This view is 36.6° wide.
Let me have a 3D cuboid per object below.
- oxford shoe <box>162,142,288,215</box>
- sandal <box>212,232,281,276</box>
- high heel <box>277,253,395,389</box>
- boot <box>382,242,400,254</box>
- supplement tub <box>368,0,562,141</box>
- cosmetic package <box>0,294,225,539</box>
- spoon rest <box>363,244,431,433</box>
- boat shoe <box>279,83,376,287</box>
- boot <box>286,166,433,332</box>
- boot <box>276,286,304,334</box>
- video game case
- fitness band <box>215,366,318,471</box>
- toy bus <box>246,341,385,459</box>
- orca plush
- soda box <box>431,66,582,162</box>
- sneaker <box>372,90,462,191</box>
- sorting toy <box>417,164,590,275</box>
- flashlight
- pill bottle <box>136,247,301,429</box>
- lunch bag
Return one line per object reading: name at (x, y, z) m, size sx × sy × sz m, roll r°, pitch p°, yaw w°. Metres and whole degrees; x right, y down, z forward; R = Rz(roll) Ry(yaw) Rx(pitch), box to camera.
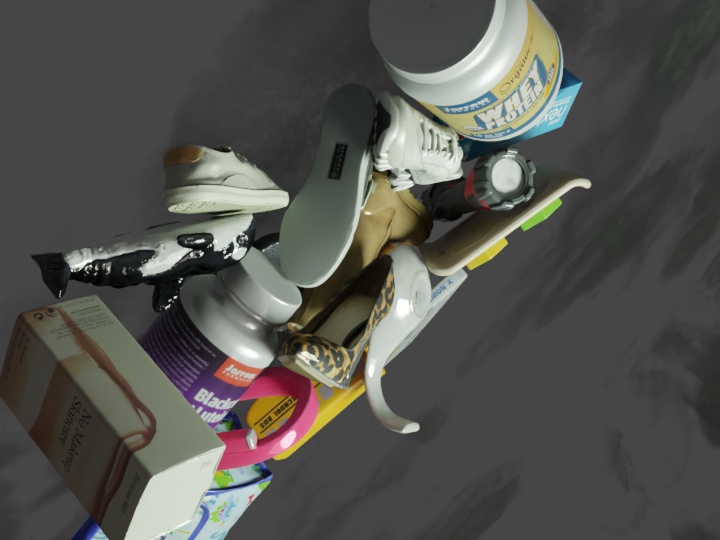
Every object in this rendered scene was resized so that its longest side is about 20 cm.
oxford shoe at (-0.116, -0.080, 0.968) m, size 0.074 × 0.059 × 0.200 m, roll -11°, pitch 176°, yaw 18°
sandal at (-0.148, 0.023, 1.107) m, size 0.199 × 0.043 × 0.076 m, roll -38°, pitch 149°, yaw 2°
high heel at (-0.018, 0.037, 1.042) m, size 0.145 × 0.070 × 0.200 m, roll -67°, pitch 166°, yaw -4°
boot at (-0.012, 0.061, 1.334) m, size 0.143 × 0.071 × 0.202 m, roll -37°, pitch 160°, yaw -33°
supplement tub at (0.101, -0.214, 1.024) m, size 0.145 × 0.145 × 0.199 m, roll -51°, pitch 155°, yaw 10°
cosmetic package at (-0.219, 0.128, 0.939) m, size 0.087 × 0.200 × 0.104 m, roll -16°, pitch 141°, yaw -49°
spoon rest at (0.038, 0.073, 1.195) m, size 0.099 × 0.060 × 0.204 m, roll 8°, pitch 85°, yaw -61°
boat shoe at (-0.021, -0.076, 1.054) m, size 0.064 × 0.070 × 0.203 m, roll 45°, pitch 63°, yaw -71°
boot at (0.000, 0.000, 1.197) m, size 0.175 × 0.065 × 0.203 m, roll 45°, pitch 63°, yaw -55°
boot at (-0.082, 0.058, 1.222) m, size 0.200 × 0.069 × 0.174 m, roll -48°, pitch 155°, yaw -3°
video game case at (0.045, 0.094, 1.461) m, size 0.182 × 0.022 × 0.200 m, roll -39°, pitch 170°, yaw -37°
fitness band at (-0.141, 0.154, 1.148) m, size 0.144 × 0.196 × 0.038 m, roll -68°, pitch 145°, yaw -60°
toy bus at (-0.041, 0.124, 1.259) m, size 0.199 × 0.079 × 0.065 m, roll -41°, pitch 166°, yaw 4°
orca plush at (-0.174, 0.004, 0.926) m, size 0.198 × 0.104 × 0.072 m, roll -19°, pitch 105°, yaw -47°
soda box at (0.172, -0.192, 1.272) m, size 0.198 × 0.064 × 0.068 m, roll -24°, pitch 148°, yaw -42°
sneaker at (0.057, -0.125, 1.057) m, size 0.200 × 0.079 × 0.077 m, roll 25°, pitch 69°, yaw -78°
sorting toy at (0.162, -0.056, 1.254) m, size 0.198 × 0.037 × 0.185 m, roll -32°, pitch -171°, yaw 4°
flashlight at (0.131, -0.095, 1.247) m, size 0.066 × 0.069 × 0.200 m, roll 2°, pitch 178°, yaw -16°
pill bottle at (-0.148, 0.076, 1.033) m, size 0.200 × 0.112 × 0.111 m, roll -49°, pitch 156°, yaw 15°
lunch bag at (-0.224, 0.264, 1.232) m, size 0.198 × 0.128 × 0.171 m, roll -1°, pitch 135°, yaw -50°
